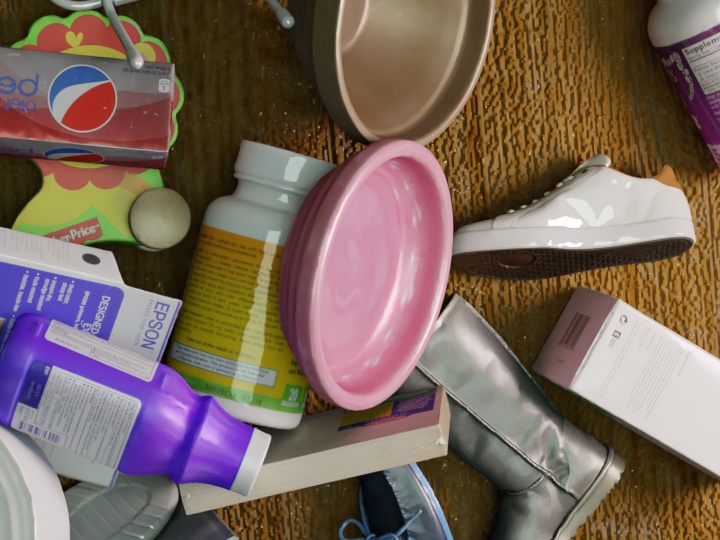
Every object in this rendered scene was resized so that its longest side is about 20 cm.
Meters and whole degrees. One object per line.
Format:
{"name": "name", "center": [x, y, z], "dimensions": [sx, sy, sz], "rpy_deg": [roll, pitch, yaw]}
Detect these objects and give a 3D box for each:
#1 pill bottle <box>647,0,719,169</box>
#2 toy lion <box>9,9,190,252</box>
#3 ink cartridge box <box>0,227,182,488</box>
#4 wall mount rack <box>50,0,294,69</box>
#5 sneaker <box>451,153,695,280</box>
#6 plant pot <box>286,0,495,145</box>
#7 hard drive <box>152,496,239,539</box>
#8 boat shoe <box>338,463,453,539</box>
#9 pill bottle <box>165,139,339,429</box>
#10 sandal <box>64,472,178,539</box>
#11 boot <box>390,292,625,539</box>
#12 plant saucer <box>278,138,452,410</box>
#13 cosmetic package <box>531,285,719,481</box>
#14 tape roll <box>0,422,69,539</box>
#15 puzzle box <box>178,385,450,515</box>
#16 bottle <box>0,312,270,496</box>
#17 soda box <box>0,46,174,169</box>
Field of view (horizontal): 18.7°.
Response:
{"name": "pill bottle", "center": [0.294, -0.175, 1.719], "dimensions": [0.112, 0.112, 0.201], "rpy_deg": [-32, 101, -9]}
{"name": "toy lion", "center": [-0.222, -0.091, 1.633], "dimensions": [0.198, 0.069, 0.193], "rpy_deg": [-20, 92, -11]}
{"name": "ink cartridge box", "center": [-0.250, 0.060, 1.593], "dimensions": [0.198, 0.044, 0.199], "rpy_deg": [15, 126, -14]}
{"name": "wall mount rack", "center": [-0.135, -0.226, 1.609], "dimensions": [0.198, 0.075, 0.175], "rpy_deg": [-17, 73, -12]}
{"name": "sneaker", "center": [0.161, -0.044, 1.731], "dimensions": [0.198, 0.073, 0.085], "rpy_deg": [-6, 69, -9]}
{"name": "plant pot", "center": [0.010, -0.196, 1.639], "dimensions": [0.200, 0.092, 0.203], "rpy_deg": [-23, 120, -47]}
{"name": "hard drive", "center": [-0.151, 0.233, 1.601], "dimensions": [0.139, 0.200, 0.033], "rpy_deg": [-42, 101, -7]}
{"name": "boat shoe", "center": [0.035, 0.224, 1.704], "dimensions": [0.068, 0.084, 0.201], "rpy_deg": [-27, 98, -21]}
{"name": "pill bottle", "center": [-0.075, 0.009, 1.646], "dimensions": [0.110, 0.111, 0.202], "rpy_deg": [14, 91, -14]}
{"name": "sandal", "center": [-0.217, 0.220, 1.637], "dimensions": [0.202, 0.082, 0.050], "rpy_deg": [-41, 148, -35]}
{"name": "boot", "center": [0.088, 0.146, 1.719], "dimensions": [0.200, 0.073, 0.182], "rpy_deg": [39, 83, -16]}
{"name": "plant saucer", "center": [0.000, 0.000, 1.607], "dimensions": [0.050, 0.200, 0.203], "rpy_deg": [13, 92, 28]}
{"name": "cosmetic package", "center": [0.250, 0.098, 1.734], "dimensions": [0.199, 0.108, 0.085], "rpy_deg": [31, 88, -13]}
{"name": "tape roll", "center": [-0.308, 0.191, 1.544], "dimensions": [0.200, 0.071, 0.205], "rpy_deg": [-2, 82, 12]}
{"name": "puzzle box", "center": [-0.031, 0.133, 1.629], "dimensions": [0.198, 0.133, 0.026], "rpy_deg": [-13, 98, 6]}
{"name": "bottle", "center": [-0.162, 0.101, 1.538], "dimensions": [0.198, 0.066, 0.084], "rpy_deg": [22, 127, -4]}
{"name": "soda box", "center": [-0.235, -0.119, 1.577], "dimensions": [0.198, 0.063, 0.071], "rpy_deg": [5, 80, -6]}
